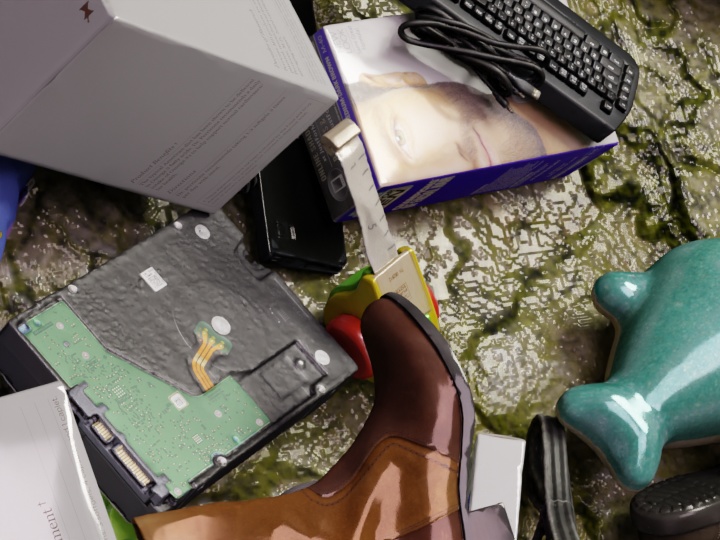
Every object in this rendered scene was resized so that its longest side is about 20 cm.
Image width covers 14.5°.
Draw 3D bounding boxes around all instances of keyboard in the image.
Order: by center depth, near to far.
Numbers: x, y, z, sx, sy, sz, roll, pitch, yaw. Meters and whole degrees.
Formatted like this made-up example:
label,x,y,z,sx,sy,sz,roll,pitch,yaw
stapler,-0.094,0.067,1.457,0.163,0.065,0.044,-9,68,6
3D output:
label,x,y,z,sx,sy,sz,roll,pitch,yaw
keyboard,0.094,-0.154,1.753,0.199,0.040,0.104,33,51,-17
keyboard,-0.064,-0.095,1.759,0.104,0.040,0.201,13,63,-47

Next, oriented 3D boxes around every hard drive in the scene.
label,x,y,z,sx,sy,sz,roll,pitch,yaw
hard drive,-0.106,0.052,1.632,0.140,0.038,0.200,48,38,6

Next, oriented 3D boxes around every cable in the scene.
label,x,y,z,sx,sy,sz,roll,pitch,yaw
cable,0.106,0.157,1.688,0.050,0.097,0.201,1,51,-6

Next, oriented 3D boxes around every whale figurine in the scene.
label,x,y,z,sx,sy,sz,roll,pitch,yaw
whale figurine,0.209,0.055,1.772,0.159,0.104,0.200,48,49,9

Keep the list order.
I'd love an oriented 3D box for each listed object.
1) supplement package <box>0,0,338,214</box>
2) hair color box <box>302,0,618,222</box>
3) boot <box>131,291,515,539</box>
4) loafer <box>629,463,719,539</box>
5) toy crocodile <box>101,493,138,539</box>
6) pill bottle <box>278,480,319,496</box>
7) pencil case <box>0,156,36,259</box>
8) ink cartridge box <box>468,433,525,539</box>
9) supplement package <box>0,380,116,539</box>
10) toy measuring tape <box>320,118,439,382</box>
label,x,y,z,sx,sy,sz,roll,pitch,yaw
supplement package,-0.131,-0.127,1.621,0.200,0.117,0.118,16,41,-52
hair color box,0.057,-0.105,1.782,0.199,0.065,0.110,-13,77,-35
boot,-0.031,0.120,1.561,0.199,0.068,0.189,-14,83,-17
loafer,0.252,0.156,1.801,0.199,0.073,0.072,-12,107,-30
toy crocodile,-0.117,0.183,1.602,0.061,0.067,0.201,-7,72,-29
pill bottle,-0.008,0.229,1.613,0.112,0.112,0.201,16,65,-20
pencil case,-0.241,-0.006,1.606,0.087,0.078,0.201,26,62,-22
ink cartridge box,0.068,0.204,1.647,0.037,0.095,0.201,9,54,1
supplement package,-0.237,0.188,1.496,0.199,0.147,0.192,-16,79,-31
toy measuring tape,0.000,0.000,1.704,0.073,0.073,0.201,-36,119,-31
